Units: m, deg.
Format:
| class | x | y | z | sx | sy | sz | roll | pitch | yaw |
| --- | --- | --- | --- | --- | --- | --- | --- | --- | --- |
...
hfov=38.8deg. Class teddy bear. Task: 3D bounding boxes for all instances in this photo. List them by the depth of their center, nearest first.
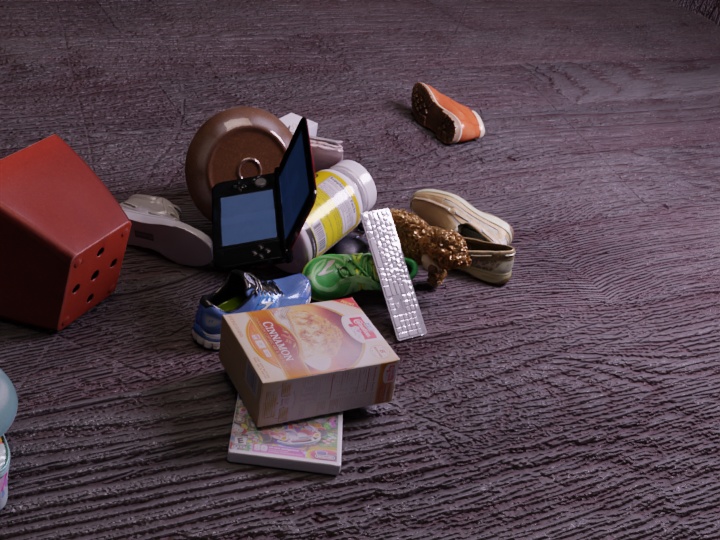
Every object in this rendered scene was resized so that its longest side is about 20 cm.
| class | x | y | z | sx | sy | sz | roll | pitch | yaw |
| --- | --- | --- | --- | --- | --- | --- | --- | --- | --- |
| teddy bear | 0.088 | -0.038 | 1.643 | 0.066 | 0.147 | 0.199 | -35 | 47 | -24 |

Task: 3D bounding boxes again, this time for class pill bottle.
| class | x | y | z | sx | sy | sz | roll | pitch | yaw |
| --- | --- | --- | --- | --- | --- | --- | --- | --- | --- |
| pill bottle | -0.067 | -0.093 | 1.665 | 0.113 | 0.116 | 0.200 | 27 | 46 | 26 |

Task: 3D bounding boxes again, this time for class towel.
| class | x | y | z | sx | sy | sz | roll | pitch | yaw |
| --- | --- | --- | --- | --- | --- | --- | --- | --- | --- |
| towel | -0.128 | -0.187 | 1.783 | 0.196 | 0.192 | 0.033 | 10 | 66 | -1 |

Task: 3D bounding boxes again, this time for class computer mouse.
| class | x | y | z | sx | sy | sz | roll | pitch | yaw |
| --- | --- | --- | --- | --- | --- | --- | --- | --- | --- |
| computer mouse | 0.004 | -0.062 | 1.746 | 0.058 | 0.035 | 0.200 | 17 | 32 | 13 |

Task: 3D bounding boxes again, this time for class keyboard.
| class | x | y | z | sx | sy | sz | roll | pitch | yaw |
| --- | --- | --- | --- | --- | --- | --- | --- | --- | --- |
| keyboard | 0.049 | 0.005 | 1.553 | 0.056 | 0.011 | 0.204 | -9 | 78 | -38 |

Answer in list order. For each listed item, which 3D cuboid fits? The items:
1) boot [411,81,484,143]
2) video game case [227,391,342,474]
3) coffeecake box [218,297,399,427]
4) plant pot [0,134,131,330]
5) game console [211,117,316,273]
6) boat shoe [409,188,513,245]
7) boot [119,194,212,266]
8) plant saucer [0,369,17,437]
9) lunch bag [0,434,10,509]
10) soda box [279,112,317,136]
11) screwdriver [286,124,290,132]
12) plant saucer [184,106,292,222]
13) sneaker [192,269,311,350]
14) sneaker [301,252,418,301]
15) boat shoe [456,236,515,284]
| class | x | y | z | sx | sy | sz | roll | pitch | yaw |
| --- | --- | --- | --- | --- | --- | --- | --- | --- | --- |
| boot | 0.188 | -0.343 | 2.226 | 0.106 | 0.076 | 0.201 | -8 | 44 | -33 |
| video game case | -0.093 | 0.184 | 1.336 | 0.140 | 0.018 | 0.201 | 8 | 31 | -4 |
| coffeecake box | -0.070 | 0.117 | 1.362 | 0.197 | 0.074 | 0.154 | -7 | 34 | -27 |
| plant pot | -0.439 | -0.036 | 1.433 | 0.175 | 0.202 | 0.200 | 31 | 35 | 12 |
| game console | -0.147 | -0.114 | 1.514 | 0.169 | 0.120 | 0.202 | -9 | 43 | 0 |
| boat shoe | 0.170 | -0.082 | 1.800 | 0.197 | 0.073 | 0.076 | 22 | 44 | 17 |
| boot | -0.305 | -0.075 | 1.631 | 0.197 | 0.075 | 0.096 | 18 | 39 | 14 |
| plant saucer | -0.482 | 0.141 | 1.129 | 0.196 | 0.028 | 0.201 | 8 | 31 | -5 |
| lunch bag | -0.476 | 0.195 | 1.143 | 0.158 | 0.078 | 0.200 | -8 | 36 | -27 |
| soda box | -0.162 | -0.236 | 1.946 | 0.067 | 0.065 | 0.200 | 23 | 34 | 21 |
| screwdriver | -0.156 | -0.147 | 1.696 | 0.028 | 0.203 | 0.029 | 27 | 1 | 32 |
| plant saucer | -0.183 | -0.162 | 1.650 | 0.197 | 0.205 | 0.037 | -3 | 10 | -21 |
| sneaker | -0.150 | 0.042 | 1.470 | 0.198 | 0.090 | 0.078 | -22 | 45 | -37 |
| sneaker | 0.000 | 0.000 | 1.583 | 0.197 | 0.083 | 0.076 | -7 | 78 | -26 |
| boat shoe | 0.165 | -0.039 | 1.728 | 0.196 | 0.064 | 0.074 | 16 | 32 | 10 |
